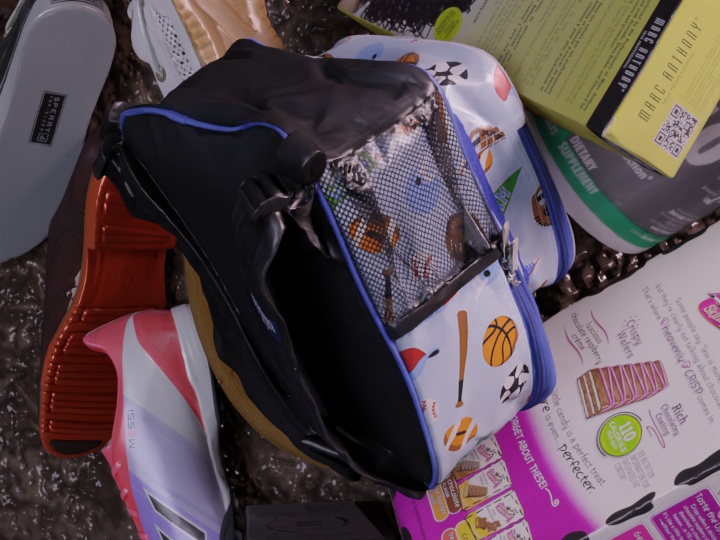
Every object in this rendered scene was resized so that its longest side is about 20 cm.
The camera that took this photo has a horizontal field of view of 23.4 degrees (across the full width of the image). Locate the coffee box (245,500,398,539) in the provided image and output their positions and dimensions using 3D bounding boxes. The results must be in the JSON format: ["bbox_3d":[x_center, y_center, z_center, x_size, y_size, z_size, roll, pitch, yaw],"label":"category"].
[{"bbox_3d":[-0.017,0.187,0.856,0.079,0.200,0.114,-2,94,-4],"label":"coffee box"}]

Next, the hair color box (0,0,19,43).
[{"bbox_3d":[-0.202,-0.222,0.997,0.200,0.111,0.064,-47,70,25],"label":"hair color box"}]

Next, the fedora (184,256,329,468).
[{"bbox_3d":[0.000,0.000,0.905,0.199,0.082,0.202,4,97,30],"label":"fedora"}]

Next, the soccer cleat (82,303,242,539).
[{"bbox_3d":[-0.107,0.121,0.974,0.073,0.068,0.201,-8,84,-7],"label":"soccer cleat"}]

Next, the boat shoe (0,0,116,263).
[{"bbox_3d":[-0.196,-0.092,1.034,0.201,0.070,0.064,-59,31,31],"label":"boat shoe"}]

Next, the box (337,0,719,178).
[{"bbox_3d":[0.074,-0.110,0.757,0.200,0.050,0.076,32,93,49],"label":"box"}]

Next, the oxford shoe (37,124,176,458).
[{"bbox_3d":[-0.154,0.012,1.021,0.072,0.071,0.201,37,114,52],"label":"oxford shoe"}]

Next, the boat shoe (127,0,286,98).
[{"bbox_3d":[-0.085,-0.124,0.846,0.069,0.071,0.201,-11,99,46],"label":"boat shoe"}]

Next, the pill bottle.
[{"bbox_3d":[0.174,-0.101,0.774,0.200,0.113,0.114,-34,76,28],"label":"pill bottle"}]

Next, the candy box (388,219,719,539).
[{"bbox_3d":[0.113,0.079,0.781,0.199,0.061,0.137,-31,36,11],"label":"candy box"}]

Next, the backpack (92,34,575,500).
[{"bbox_3d":[-0.001,-0.005,0.754,0.200,0.153,0.192,23,136,59],"label":"backpack"}]
